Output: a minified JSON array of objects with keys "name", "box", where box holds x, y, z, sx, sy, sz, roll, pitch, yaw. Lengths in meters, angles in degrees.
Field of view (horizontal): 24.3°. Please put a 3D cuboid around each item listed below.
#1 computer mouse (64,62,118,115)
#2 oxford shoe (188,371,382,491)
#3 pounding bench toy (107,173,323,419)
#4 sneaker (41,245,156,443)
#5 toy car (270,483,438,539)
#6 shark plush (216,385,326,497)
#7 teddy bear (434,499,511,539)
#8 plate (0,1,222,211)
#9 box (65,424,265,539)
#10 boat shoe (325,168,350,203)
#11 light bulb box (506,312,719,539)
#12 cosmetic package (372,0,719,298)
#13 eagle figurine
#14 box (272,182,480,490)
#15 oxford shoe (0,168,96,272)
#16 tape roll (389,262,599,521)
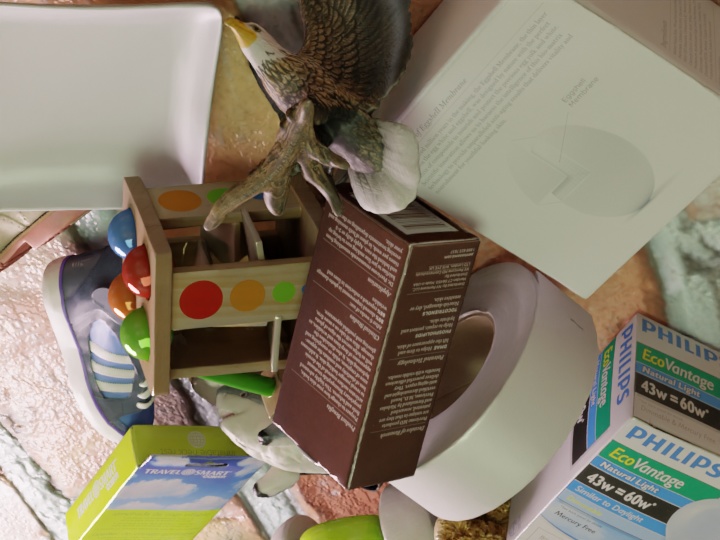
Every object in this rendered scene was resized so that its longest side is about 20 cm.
[{"name":"computer mouse","box":[-0.270,-0.123,1.288,0.200,0.034,0.059,-23,137,14]},{"name":"oxford shoe","box":[-0.060,0.131,1.456,0.200,0.073,0.071,22,131,-8]},{"name":"pounding bench toy","box":[-0.114,0.038,1.296,0.156,0.124,0.200,-6,122,-17]},{"name":"sneaker","box":[-0.171,0.064,1.413,0.146,0.081,0.200,-5,124,20]},{"name":"toy car","box":[0.024,0.288,1.505,0.175,0.150,0.200,-21,148,27]},{"name":"shark plush","box":[-0.019,0.120,1.407,0.200,0.083,0.091,-11,140,-2]},{"name":"teddy bear","box":[0.130,0.237,1.470,0.067,0.145,0.200,-20,120,30]},{"name":"plate","box":[-0.210,-0.126,1.243,0.200,0.032,0.200,-1,135,-13]},{"name":"box","box":[-0.176,0.194,1.502,0.122,0.048,0.200,4,146,-31]},{"name":"boat shoe","box":[0.000,0.000,1.335,0.072,0.076,0.200,10,133,-1]},{"name":"light bulb box","box":[0.258,0.174,1.402,0.198,0.125,0.200,25,131,-11]},{"name":"cosmetic package","box":[0.141,-0.121,1.170,0.200,0.123,0.199,30,129,-17]},{"name":"eagle figurine","box":[-0.034,-0.135,1.142,0.151,0.200,0.151,-7,127,14]},{"name":"box","box":[0.009,0.047,1.211,0.075,0.100,0.200,-4,120,-40]},{"name":"oxford shoe","box":[-0.299,-0.040,1.369,0.200,0.071,0.074,-30,99,26]},{"name":"tape roll","box":[0.092,0.093,1.313,0.071,0.203,0.202,38,126,-21]}]
